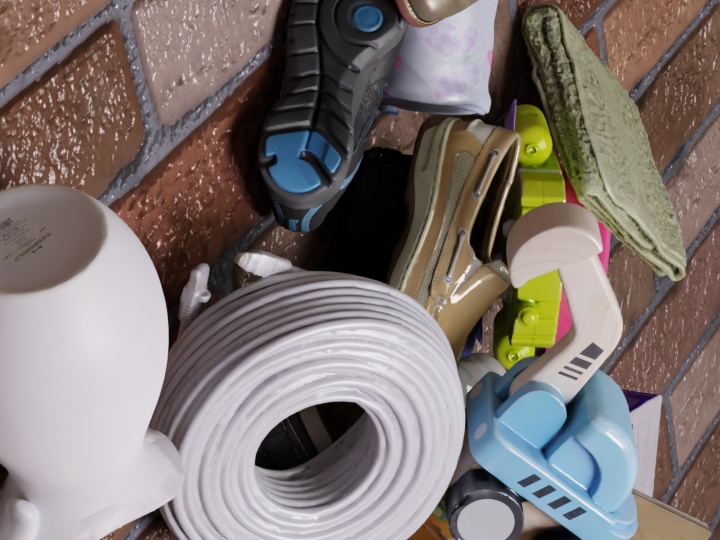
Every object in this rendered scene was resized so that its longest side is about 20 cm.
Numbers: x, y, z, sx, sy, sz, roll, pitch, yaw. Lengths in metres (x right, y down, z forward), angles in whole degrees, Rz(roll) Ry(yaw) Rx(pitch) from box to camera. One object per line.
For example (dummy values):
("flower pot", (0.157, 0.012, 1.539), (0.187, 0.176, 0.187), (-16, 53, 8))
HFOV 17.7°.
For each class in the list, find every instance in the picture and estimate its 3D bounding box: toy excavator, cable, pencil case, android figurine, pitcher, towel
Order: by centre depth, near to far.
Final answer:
("pitcher", (-0.172, 0.070, 1.180), (0.172, 0.121, 0.200), (-44, 146, -33))
("cable", (-0.031, 0.094, 1.368), (0.199, 0.069, 0.200), (9, 117, -27))
("toy excavator", (0.122, 0.077, 1.412), (0.194, 0.200, 0.100), (37, 21, -18))
("pencil case", (0.056, -0.200, 1.519), (0.091, 0.083, 0.201), (1, 96, -46))
("android figurine", (0.118, -0.020, 1.634), (0.200, 0.041, 0.183), (-86, 179, -70))
("towel", (0.181, -0.095, 1.701), (0.148, 0.036, 0.200), (40, 28, -45))

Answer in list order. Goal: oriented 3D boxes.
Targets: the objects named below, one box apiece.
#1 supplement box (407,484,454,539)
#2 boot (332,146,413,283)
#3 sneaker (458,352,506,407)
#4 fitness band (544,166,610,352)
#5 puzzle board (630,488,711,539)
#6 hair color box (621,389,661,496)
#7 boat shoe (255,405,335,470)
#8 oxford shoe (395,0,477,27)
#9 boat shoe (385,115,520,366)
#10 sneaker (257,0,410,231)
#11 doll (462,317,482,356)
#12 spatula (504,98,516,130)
("supplement box", (0.021, 0.232, 1.512), (0.069, 0.067, 0.200), (-6, 130, -44))
("boot", (0.001, 0.000, 1.491), (0.198, 0.073, 0.163), (22, 81, -67))
("sneaker", (0.034, 0.148, 1.571), (0.080, 0.070, 0.201), (-9, 123, -52))
("fitness band", (0.166, 0.007, 1.761), (0.200, 0.037, 0.144), (78, 20, -60))
("puzzle board", (0.127, 0.198, 1.589), (0.200, 0.017, 0.151), (27, 111, -32))
("hair color box", (0.172, 0.153, 1.720), (0.200, 0.065, 0.110), (-13, 109, -72))
("boat shoe", (-0.035, 0.150, 1.506), (0.200, 0.063, 0.073), (71, -5, -51))
("oxford shoe", (0.098, -0.223, 1.447), (0.200, 0.075, 0.071), (-47, 123, -25))
("boat shoe", (0.061, 0.003, 1.455), (0.072, 0.076, 0.201), (15, 83, -68))
("sneaker", (-0.019, -0.118, 1.448), (0.082, 0.073, 0.201), (96, 15, -65))
("doll", (0.069, 0.029, 1.637), (0.136, 0.048, 0.201), (-39, 134, -66))
("spatula", (0.075, -0.019, 1.550), (0.057, 0.020, 0.201), (106, 6, -71))
